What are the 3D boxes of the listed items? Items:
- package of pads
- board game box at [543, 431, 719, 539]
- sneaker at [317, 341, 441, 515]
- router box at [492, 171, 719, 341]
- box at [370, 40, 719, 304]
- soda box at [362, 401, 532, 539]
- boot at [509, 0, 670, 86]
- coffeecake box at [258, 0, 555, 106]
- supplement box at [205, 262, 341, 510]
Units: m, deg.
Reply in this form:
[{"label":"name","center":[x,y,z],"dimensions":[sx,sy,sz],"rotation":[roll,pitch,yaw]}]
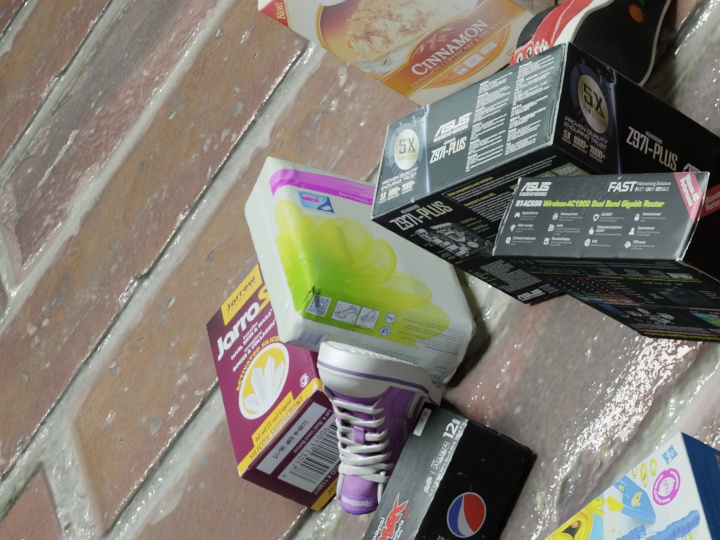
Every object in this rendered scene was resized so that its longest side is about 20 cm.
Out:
[{"label":"package of pads","center":[0.000,0.000,1.722],"dimensions":[0.068,0.154,0.200],"rotation":[-62,25,28]},{"label":"board game box","center":[0.173,0.238,1.363],"dimensions":[0.196,0.056,0.200],"rotation":[-43,35,29]},{"label":"sneaker","center":[0.009,0.124,1.603],"dimensions":[0.072,0.200,0.115],"rotation":[14,78,23]},{"label":"router box","center":[0.207,-0.007,1.414],"dimensions":[0.200,0.150,0.062],"rotation":[3,69,57]},{"label":"box","center":[0.134,-0.065,1.558],"dimensions":[0.200,0.163,0.086],"rotation":[-22,49,49]},{"label":"soda box","center":[0.046,0.203,1.570],"dimensions":[0.063,0.071,0.201],"rotation":[19,83,58]},{"label":"boot","center":[0.157,-0.157,1.659],"dimensions":[0.144,0.072,0.200],"rotation":[-32,19,42]},{"label":"coffeecake box","center":[0.040,-0.235,1.800],"dimensions":[0.153,0.200,0.073],"rotation":[-34,41,40]},{"label":"supplement box","center":[-0.053,0.086,1.801],"dimensions":[0.110,0.085,0.200],"rotation":[-49,32,22]}]
